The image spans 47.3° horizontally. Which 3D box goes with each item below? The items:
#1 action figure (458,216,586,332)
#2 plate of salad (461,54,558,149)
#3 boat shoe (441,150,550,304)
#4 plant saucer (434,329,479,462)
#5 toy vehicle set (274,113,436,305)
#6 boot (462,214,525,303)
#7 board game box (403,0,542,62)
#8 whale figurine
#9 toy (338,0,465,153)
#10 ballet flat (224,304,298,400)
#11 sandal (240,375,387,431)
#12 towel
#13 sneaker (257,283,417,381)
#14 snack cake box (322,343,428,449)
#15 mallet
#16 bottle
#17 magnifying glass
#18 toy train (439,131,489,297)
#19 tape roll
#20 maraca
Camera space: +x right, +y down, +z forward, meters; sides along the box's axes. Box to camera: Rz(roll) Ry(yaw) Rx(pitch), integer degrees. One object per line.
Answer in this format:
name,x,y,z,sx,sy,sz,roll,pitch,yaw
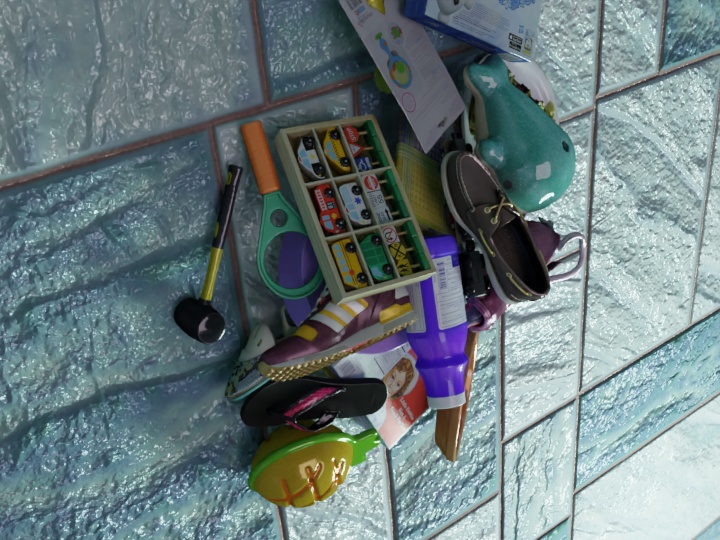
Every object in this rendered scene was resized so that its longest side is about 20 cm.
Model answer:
action figure,0.185,0.029,1.070,0.200,0.148,0.135,-43,134,-27
plate of salad,0.214,-0.200,1.118,0.197,0.048,0.204,-1,92,-38
boat shoe,0.162,-0.053,0.967,0.071,0.059,0.202,-31,99,-26
plant saucer,0.141,0.177,1.213,0.200,0.037,0.204,11,90,-79
toy vehicle set,-0.006,-0.072,0.917,0.123,0.026,0.203,-15,77,-28
boot,0.152,-0.021,1.160,0.208,0.079,0.160,-18,119,-26
board game box,0.151,-0.377,0.991,0.198,0.043,0.203,8,94,-41
whale figurine,0.199,-0.174,1.022,0.158,0.103,0.203,-30,101,-44
toy,0.041,-0.247,0.964,0.115,0.047,0.202,-49,119,-39
ballet flat,-0.097,0.083,1.033,0.199,0.074,0.075,-33,128,-24
sandal,-0.053,0.171,1.041,0.196,0.045,0.076,-1,126,-20
towel,0.088,-0.140,1.033,0.142,0.023,0.204,20,67,-44
sneaker,-0.035,0.053,0.915,0.198,0.075,0.091,-19,79,-29
snack cake box,0.024,0.141,1.144,0.115,0.067,0.201,-43,131,-16
mallet,-0.171,-0.020,0.941,0.041,0.065,0.204,10,90,-41
bottle,0.091,0.061,0.985,0.083,0.064,0.204,-13,96,-55
magnifying glass,-0.094,-0.066,0.919,0.078,0.022,0.203,-17,90,-7
toy train,0.126,-0.068,1.010,0.034,0.046,0.204,-6,88,-27
tape roll,0.000,0.000,1.011,0.197,0.065,0.204,2,86,-33
maraca,-0.060,0.255,1.102,0.197,0.108,0.137,-2,144,-39
